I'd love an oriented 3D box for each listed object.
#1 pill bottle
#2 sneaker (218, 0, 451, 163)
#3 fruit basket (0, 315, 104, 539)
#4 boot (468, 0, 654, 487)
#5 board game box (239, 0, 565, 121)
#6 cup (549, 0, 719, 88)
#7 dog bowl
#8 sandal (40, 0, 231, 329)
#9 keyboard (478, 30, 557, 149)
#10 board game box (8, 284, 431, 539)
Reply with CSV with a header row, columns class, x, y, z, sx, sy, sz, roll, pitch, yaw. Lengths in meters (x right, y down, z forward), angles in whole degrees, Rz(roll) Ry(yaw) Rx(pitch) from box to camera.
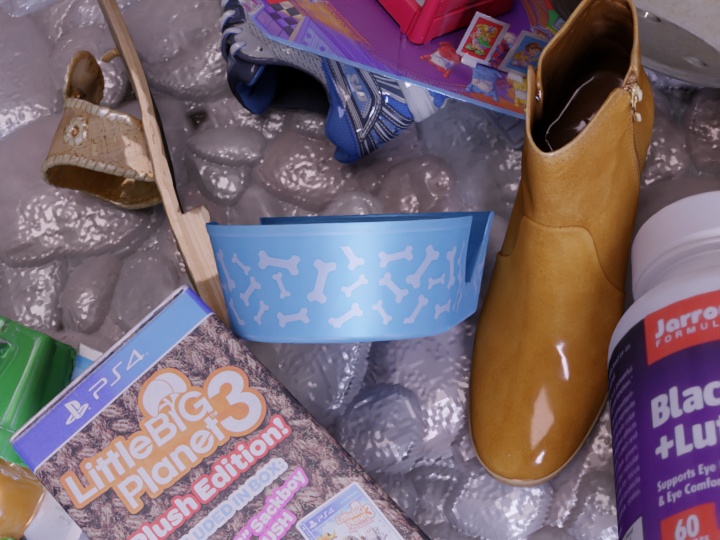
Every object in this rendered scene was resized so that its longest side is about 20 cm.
class,x,y,z,sx,sy,sz,roll,pitch,yaw
pill bottle,0.160,0.068,0.693,0.111,0.112,0.200,-5,51,9
sneaker,-0.047,-0.132,0.869,0.085,0.077,0.200,-45,66,-5
fruit basket,-0.219,0.105,0.788,0.185,0.094,0.200,21,76,19
boot,0.085,-0.015,0.752,0.071,0.144,0.202,13,70,16
board game box,0.031,-0.159,0.828,0.200,0.039,0.158,17,48,-11
cup,0.164,-0.172,0.793,0.200,0.200,0.144,24,87,19
dog bowl,0.000,0.000,0.742,0.111,0.200,0.050,-1,93,10
sandal,-0.126,-0.053,0.846,0.069,0.078,0.212,-23,69,-6
keyboard,0.048,-0.150,0.892,0.056,0.011,0.200,-33,65,-5
board game box,-0.029,0.130,0.703,0.097,0.160,0.200,-42,66,-9
